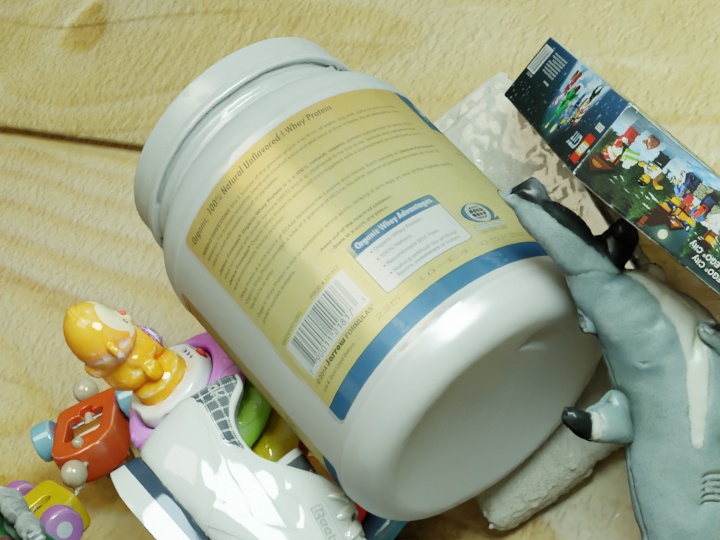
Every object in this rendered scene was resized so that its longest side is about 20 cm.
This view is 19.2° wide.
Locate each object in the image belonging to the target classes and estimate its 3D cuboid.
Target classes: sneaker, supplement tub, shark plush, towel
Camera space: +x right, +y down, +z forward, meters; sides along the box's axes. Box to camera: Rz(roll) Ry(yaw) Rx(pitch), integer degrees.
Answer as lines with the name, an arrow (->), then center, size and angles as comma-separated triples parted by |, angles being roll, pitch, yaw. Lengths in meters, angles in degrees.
sneaker -> -0.021, 0.139, 0.958 | 0.080, 0.200, 0.076 | -43, -3, -11
supplement tub -> 0.000, 0.000, 0.978 | 0.145, 0.145, 0.200 | -44, 61, 1
shark plush -> 0.122, 0.051, 0.888 | 0.083, 0.200, 0.091 | -37, 30, -16
towel -> 0.073, 0.013, 1.038 | 0.132, 0.034, 0.200 | -37, 63, 18

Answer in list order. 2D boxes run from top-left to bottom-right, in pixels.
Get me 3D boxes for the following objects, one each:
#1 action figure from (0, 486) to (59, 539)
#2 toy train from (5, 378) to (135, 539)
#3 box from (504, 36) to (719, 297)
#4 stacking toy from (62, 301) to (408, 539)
action figure -> -0.173, 0.162, 1.058 | 0.118, 0.055, 0.200 | -44, 43, -6
toy train -> -0.199, 0.143, 1.188 | 0.199, 0.056, 0.150 | -28, 24, 4
box -> 0.138, -0.034, 0.933 | 0.038, 0.136, 0.200 | -50, 11, 8
stacking toy -> -0.073, 0.074, 1.036 | 0.110, 0.200, 0.116 | -46, 34, -1
